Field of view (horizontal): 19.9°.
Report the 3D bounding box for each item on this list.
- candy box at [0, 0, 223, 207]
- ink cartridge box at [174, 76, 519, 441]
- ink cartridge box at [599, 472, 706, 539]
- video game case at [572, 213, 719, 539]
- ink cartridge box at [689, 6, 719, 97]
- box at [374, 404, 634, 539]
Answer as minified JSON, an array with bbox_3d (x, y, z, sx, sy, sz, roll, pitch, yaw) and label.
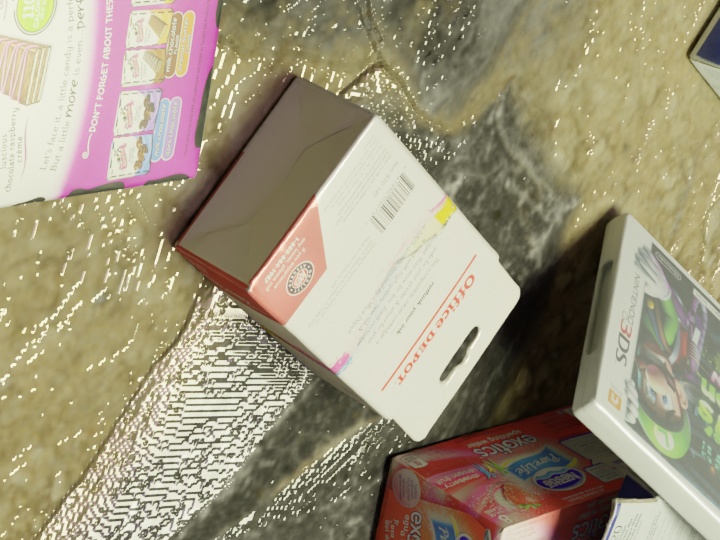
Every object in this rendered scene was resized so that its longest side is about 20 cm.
[{"bbox_3d":[-0.155,-0.101,0.904,0.200,0.061,0.137,-12,121,-45],"label":"candy box"},{"bbox_3d":[0.000,0.000,1.133,0.117,0.067,0.200,-54,139,-9],"label":"ink cartridge box"},{"bbox_3d":[0.172,0.224,1.320,0.200,0.041,0.200,7,108,-49],"label":"ink cartridge box"},{"bbox_3d":[0.217,0.085,1.312,0.200,0.023,0.182,43,38,-21],"label":"video game case"},{"bbox_3d":[0.325,-0.176,1.410,0.197,0.043,0.200,-58,140,-5],"label":"ink cartridge box"},{"bbox_3d":[0.113,0.163,1.328,0.200,0.102,0.095,-12,120,-45],"label":"box"}]
